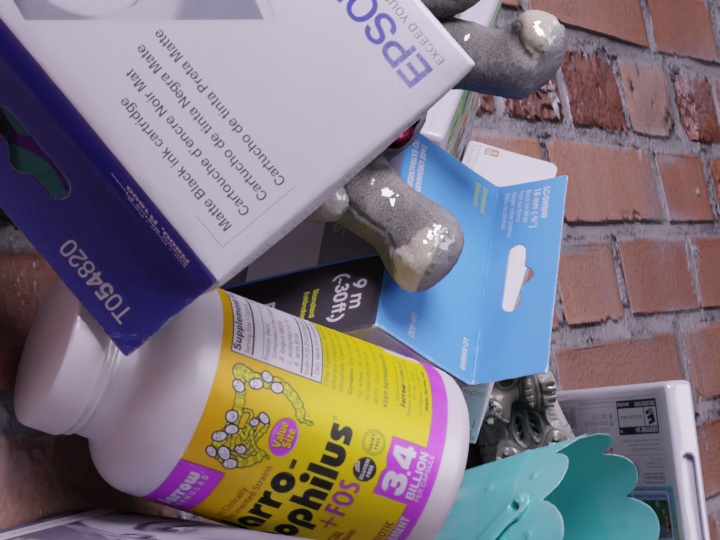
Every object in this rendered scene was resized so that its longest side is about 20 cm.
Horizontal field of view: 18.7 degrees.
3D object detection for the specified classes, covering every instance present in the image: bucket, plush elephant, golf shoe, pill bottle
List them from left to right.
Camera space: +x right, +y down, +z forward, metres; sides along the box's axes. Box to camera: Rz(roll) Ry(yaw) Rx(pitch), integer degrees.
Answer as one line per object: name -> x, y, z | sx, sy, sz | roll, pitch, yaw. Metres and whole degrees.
pill bottle -> -0.056, 0.067, 1.021 | 0.200, 0.104, 0.104 | 20, 53, -22
plush elephant -> -0.014, -0.119, 1.067 | 0.165, 0.200, 0.155 | -55, 154, -17
golf shoe -> 0.110, 0.105, 1.489 | 0.097, 0.078, 0.200 | -105, 180, -61
bucket -> 0.102, 0.209, 1.337 | 0.207, 0.135, 0.208 | 42, 41, -51

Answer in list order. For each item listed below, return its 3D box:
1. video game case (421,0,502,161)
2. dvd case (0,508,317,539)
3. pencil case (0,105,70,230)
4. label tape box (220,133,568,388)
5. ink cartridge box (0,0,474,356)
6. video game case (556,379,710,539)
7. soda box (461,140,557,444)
video game case -> 0.048, -0.063, 1.381 | 0.200, 0.022, 0.182 | -68, 172, -53
dvd case -> -0.071, 0.127, 0.925 | 0.149, 0.200, 0.016 | -5, 98, -66
pencil case -> -0.151, -0.127, 1.017 | 0.092, 0.085, 0.200 | -173, -115, -75
label tape box -> 0.000, 0.000, 1.139 | 0.063, 0.200, 0.144 | 56, 31, -39
ink cartridge box -> -0.089, -0.098, 0.928 | 0.200, 0.200, 0.041 | 49, 4, -1
video game case -> 0.178, 0.170, 1.482 | 0.024, 0.200, 0.183 | -6, 87, -23
soda box -> 0.071, 0.010, 1.384 | 0.068, 0.064, 0.200 | 100, 7, -46
